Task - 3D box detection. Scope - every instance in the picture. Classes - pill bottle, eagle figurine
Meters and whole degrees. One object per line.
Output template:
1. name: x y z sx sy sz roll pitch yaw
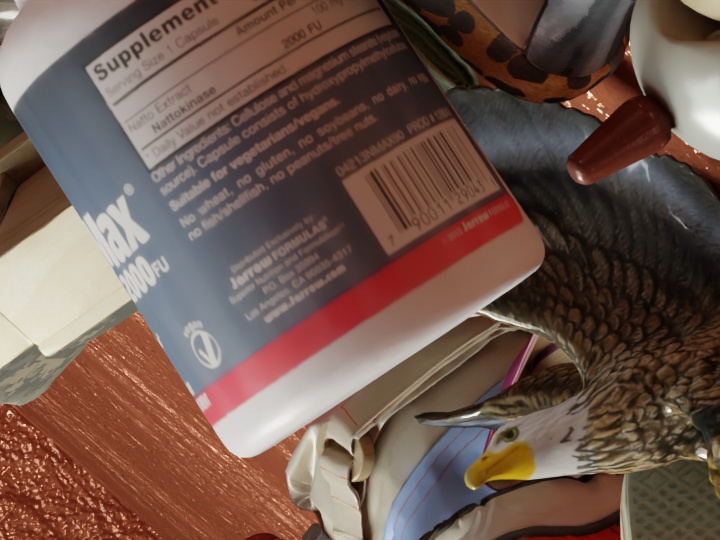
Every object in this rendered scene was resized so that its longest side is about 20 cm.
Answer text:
1. pill bottle: -0.043 -0.055 0.869 0.201 0.119 0.120 57 168 3
2. eagle figurine: 0.088 0.033 0.941 0.150 0.152 0.200 9 -158 -34

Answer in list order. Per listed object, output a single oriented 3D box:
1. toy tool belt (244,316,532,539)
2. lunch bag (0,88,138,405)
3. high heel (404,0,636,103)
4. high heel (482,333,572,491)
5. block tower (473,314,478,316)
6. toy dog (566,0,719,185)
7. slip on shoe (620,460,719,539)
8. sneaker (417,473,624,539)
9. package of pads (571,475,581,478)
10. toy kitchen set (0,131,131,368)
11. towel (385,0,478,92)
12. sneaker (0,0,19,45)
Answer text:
1. toy tool belt: 0.035 0.104 1.228 0.123 0.200 0.125 36 176 27
2. lunch bag: -0.194 -0.045 1.247 0.200 0.117 0.164 54 -169 9
3. high heel: -0.003 -0.121 0.847 0.199 0.072 0.143 33 165 4
4. high heel: 0.092 0.035 1.049 0.067 0.096 0.200 38 167 10
5. block tower: 0.000 0.000 1.087 0.054 0.058 0.200 -7 180 17
6. toy dog: 0.134 -0.026 0.718 0.200 0.096 0.132 30 164 39
7. slip on shoe: 0.132 0.111 1.020 0.074 0.201 0.061 -4 129 16
8. sneaker: 0.106 0.128 1.149 0.077 0.199 0.085 -34 70 48
9. package of pads: 0.153 0.146 1.306 0.200 0.076 0.121 25 159 50
10. toy kitchen set: -0.134 -0.095 1.045 0.180 0.200 0.164 45 -154 -23
11. towel: -0.035 -0.106 1.112 0.152 0.023 0.200 41 166 -6
12. sneaker: -0.191 -0.170 1.214 0.200 0.075 0.081 41 156 29
